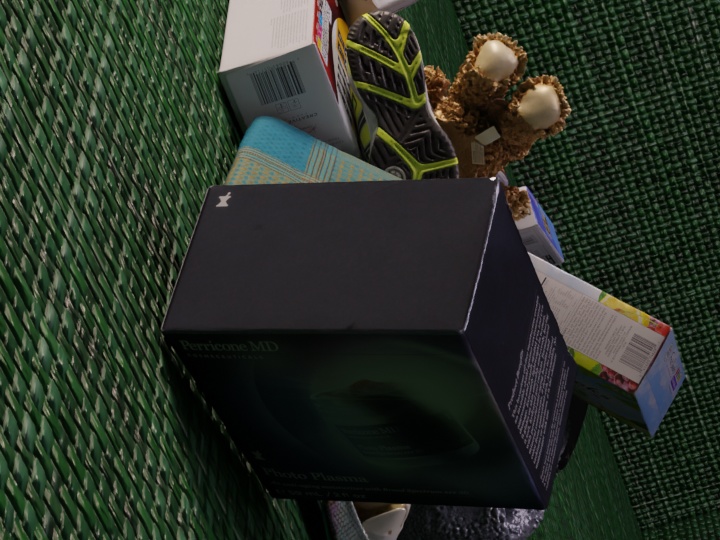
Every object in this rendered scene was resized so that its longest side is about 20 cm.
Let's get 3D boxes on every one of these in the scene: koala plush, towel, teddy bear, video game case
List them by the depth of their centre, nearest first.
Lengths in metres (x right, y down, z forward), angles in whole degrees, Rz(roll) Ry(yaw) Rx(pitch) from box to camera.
[{"bbox_3d":[-0.032,-0.044,1.476,0.146,0.022,0.200,26,27,-5],"label":"towel"},{"bbox_3d":[0.058,0.119,1.569,0.184,0.177,0.200,-75,154,-45],"label":"koala plush"},{"bbox_3d":[0.091,-0.108,1.649,0.067,0.145,0.200,-52,167,-55],"label":"teddy bear"},{"bbox_3d":[0.096,-0.018,1.949,0.200,0.181,0.046,39,34,-73],"label":"video game case"}]

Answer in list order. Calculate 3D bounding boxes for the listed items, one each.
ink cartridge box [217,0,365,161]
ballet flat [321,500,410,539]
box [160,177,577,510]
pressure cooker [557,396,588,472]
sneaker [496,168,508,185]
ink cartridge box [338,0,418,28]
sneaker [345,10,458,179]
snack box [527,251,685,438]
[{"bbox_3d":[-0.046,-0.146,1.663,0.200,0.084,0.176,-90,162,-58],"label":"ink cartridge box"},{"bbox_3d":[-0.006,0.150,1.428,0.069,0.071,0.201,-82,154,-70],"label":"ballet flat"},{"bbox_3d":[0.010,0.049,1.254,0.199,0.199,0.124,62,35,-46],"label":"box"},{"bbox_3d":[0.111,0.089,1.855,0.179,0.199,0.176,-54,153,-55],"label":"pressure cooker"},{"bbox_3d":[0.053,-0.138,1.902,0.112,0.200,0.078,-78,-164,-45],"label":"sneaker"},{"bbox_3d":[0.017,-0.273,1.796,0.084,0.145,0.200,64,-23,-4],"label":"ink cartridge box"},{"bbox_3d":[0.035,-0.108,1.603,0.076,0.075,0.201,-133,-145,-87],"label":"sneaker"},{"bbox_3d":[0.155,0.045,1.595,0.068,0.200,0.169,-60,162,-8],"label":"snack box"}]
